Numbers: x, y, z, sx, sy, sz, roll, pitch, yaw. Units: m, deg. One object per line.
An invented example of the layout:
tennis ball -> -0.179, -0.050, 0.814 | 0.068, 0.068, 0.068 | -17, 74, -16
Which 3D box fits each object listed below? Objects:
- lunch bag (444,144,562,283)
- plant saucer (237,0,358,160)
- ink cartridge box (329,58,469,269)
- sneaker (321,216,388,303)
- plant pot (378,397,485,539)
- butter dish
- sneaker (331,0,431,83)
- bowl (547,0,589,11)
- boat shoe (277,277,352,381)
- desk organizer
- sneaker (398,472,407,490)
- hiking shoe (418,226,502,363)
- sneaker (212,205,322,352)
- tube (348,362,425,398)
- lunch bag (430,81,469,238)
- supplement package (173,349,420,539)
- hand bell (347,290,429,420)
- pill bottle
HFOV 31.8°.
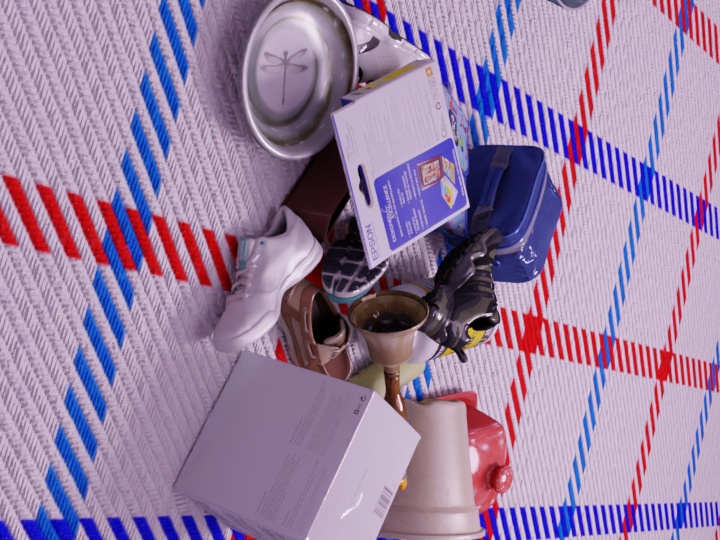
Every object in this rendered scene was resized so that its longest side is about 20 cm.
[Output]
lunch bag -> 0.200, -0.083, 1.827 | 0.133, 0.135, 0.201 | 59, 41, -44
plant saucer -> -0.082, -0.230, 1.458 | 0.200, 0.050, 0.202 | -20, 117, -46
ink cartridge box -> 0.040, -0.132, 1.536 | 0.200, 0.047, 0.199 | -31, 116, -38
sneaker -> 0.000, 0.000, 1.603 | 0.200, 0.077, 0.080 | -56, 158, -64
plant pot -> 0.079, 0.270, 1.758 | 0.200, 0.199, 0.185 | 9, 82, -56
butter dish -> 0.161, 0.297, 1.901 | 0.199, 0.147, 0.202 | -4, 104, -55
sneaker -> 0.020, -0.270, 1.596 | 0.200, 0.074, 0.080 | 20, 99, -51
bowl -> 0.276, -0.485, 1.846 | 0.200, 0.105, 0.202 | -22, 118, -51
boat shoe -> -0.050, 0.084, 1.593 | 0.076, 0.071, 0.200 | -58, 142, -25
desk organizer -> -0.009, -0.128, 1.578 | 0.201, 0.077, 0.072 | -59, 142, -24
sneaker -> -0.025, 0.297, 1.645 | 0.200, 0.077, 0.078 | -39, 136, 4
hiking shoe -> 0.148, 0.031, 1.690 | 0.101, 0.076, 0.200 | 43, 58, -12
sneaker -> -0.125, 0.007, 1.477 | 0.200, 0.075, 0.089 | -56, 129, -37
tube -> 0.020, 0.154, 1.722 | 0.058, 0.052, 0.200 | -44, 170, 36
lunch bag -> 0.095, -0.163, 1.721 | 0.150, 0.093, 0.201 | 36, 61, -58
supplement package -> -0.072, 0.229, 1.497 | 0.192, 0.199, 0.147 | -63, 144, -18
hand bell -> 0.042, 0.138, 1.637 | 0.104, 0.104, 0.201 | -37, 132, -43
pill bottle -> 0.093, 0.068, 1.750 | 0.199, 0.111, 0.112 | -12, 111, -43
